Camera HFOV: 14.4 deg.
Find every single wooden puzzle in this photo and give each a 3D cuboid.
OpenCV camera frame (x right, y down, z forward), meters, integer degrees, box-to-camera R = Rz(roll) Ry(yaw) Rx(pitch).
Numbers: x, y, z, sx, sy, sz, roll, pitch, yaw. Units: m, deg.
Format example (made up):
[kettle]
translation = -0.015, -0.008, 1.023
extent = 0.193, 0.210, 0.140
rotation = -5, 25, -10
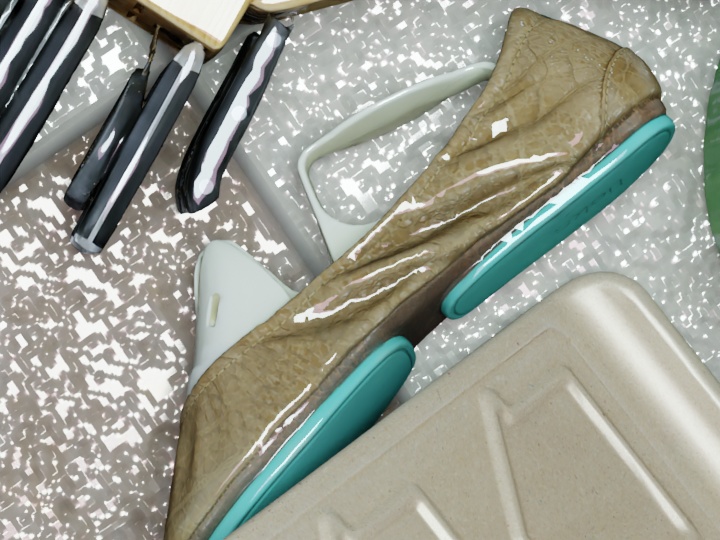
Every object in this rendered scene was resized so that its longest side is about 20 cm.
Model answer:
[wooden puzzle]
translation = 0.056, 0.120, 0.786
extent = 0.200, 0.046, 0.185
rotation = -35, 84, -37

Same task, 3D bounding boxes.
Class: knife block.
[knife block]
translation = -0.065, -0.110, 0.794
extent = 0.175, 0.064, 0.201
rotation = -14, 93, -8

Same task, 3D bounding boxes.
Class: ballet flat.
[ballet flat]
translation = 0.000, 0.000, 0.810
extent = 0.072, 0.068, 0.200
rotation = 43, 85, 14

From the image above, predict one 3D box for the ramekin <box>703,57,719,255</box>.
[ramekin]
translation = 0.194, -0.034, 0.812
extent = 0.199, 0.098, 0.201
rotation = 0, 91, -8
